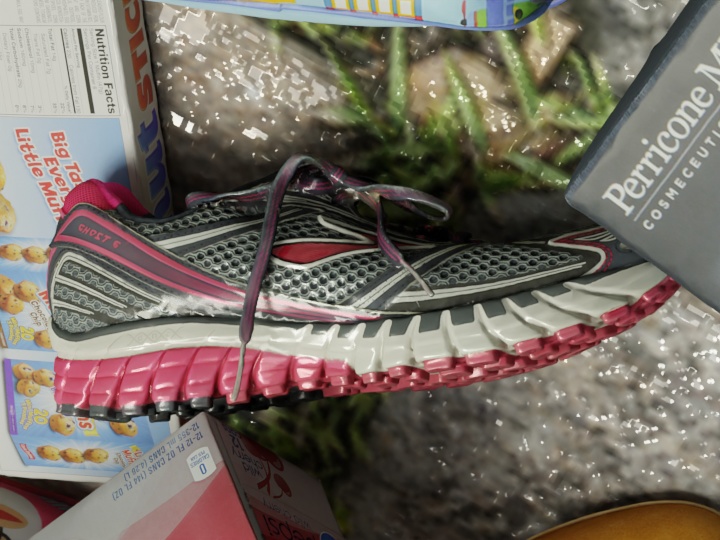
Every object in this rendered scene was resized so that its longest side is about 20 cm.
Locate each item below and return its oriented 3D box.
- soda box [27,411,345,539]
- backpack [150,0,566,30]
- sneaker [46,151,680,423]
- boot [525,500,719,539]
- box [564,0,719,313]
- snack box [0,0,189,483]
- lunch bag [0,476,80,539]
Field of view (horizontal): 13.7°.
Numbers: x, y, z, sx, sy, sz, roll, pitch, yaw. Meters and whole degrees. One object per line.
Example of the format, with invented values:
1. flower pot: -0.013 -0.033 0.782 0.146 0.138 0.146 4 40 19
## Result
1. soda box: -0.095 0.131 0.913 0.200 0.064 0.070 -37 144 15
2. backpack: -0.004 -0.178 0.777 0.181 0.135 0.201 11 118 15
3. sneaker: 0.000 0.000 0.897 0.198 0.081 0.075 -6 85 8
4. boot: 0.040 0.135 0.877 0.200 0.144 0.071 -27 93 -4
5. box: 0.183 -0.034 0.793 0.199 0.107 0.149 35 125 2
6. snack box: -0.097 -0.023 0.961 0.071 0.024 0.201 2 117 19
7. lunch bag: -0.106 0.170 1.034 0.199 0.082 0.177 19 123 11
